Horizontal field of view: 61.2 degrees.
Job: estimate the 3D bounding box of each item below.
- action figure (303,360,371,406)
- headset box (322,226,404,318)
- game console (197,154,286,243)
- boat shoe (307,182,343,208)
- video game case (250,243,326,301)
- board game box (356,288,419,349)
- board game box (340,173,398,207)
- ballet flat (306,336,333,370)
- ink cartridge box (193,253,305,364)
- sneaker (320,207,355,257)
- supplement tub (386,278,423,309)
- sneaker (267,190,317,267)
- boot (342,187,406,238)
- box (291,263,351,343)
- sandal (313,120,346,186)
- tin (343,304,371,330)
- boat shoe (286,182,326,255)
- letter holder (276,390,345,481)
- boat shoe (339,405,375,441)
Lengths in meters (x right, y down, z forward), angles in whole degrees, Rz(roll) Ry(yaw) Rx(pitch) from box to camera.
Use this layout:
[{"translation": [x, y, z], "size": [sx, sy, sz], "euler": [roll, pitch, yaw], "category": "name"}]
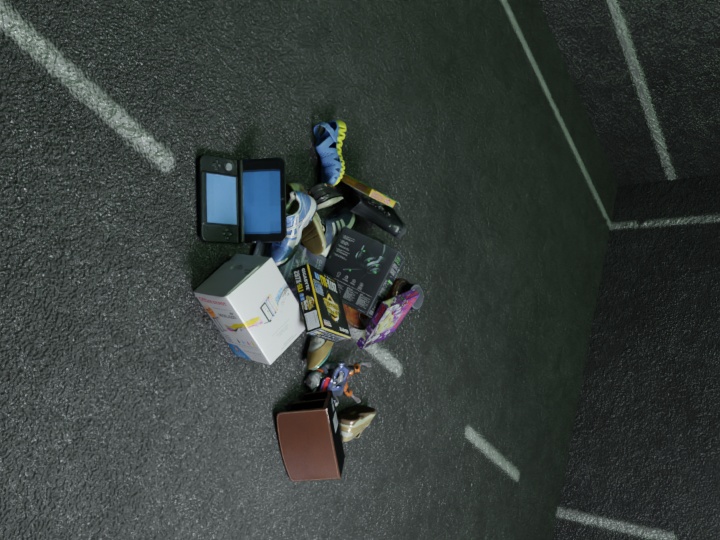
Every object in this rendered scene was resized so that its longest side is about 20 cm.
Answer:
[{"translation": [-0.076, 0.318, 1.660], "size": [0.193, 0.105, 0.201], "euler": [15, 106, -43], "category": "action figure"}, {"translation": [0.000, 0.000, 1.622], "size": [0.201, 0.174, 0.093], "euler": [-64, 161, -4], "category": "headset box"}, {"translation": [-0.271, -0.165, 1.399], "size": [0.170, 0.118, 0.201], "euler": [0, 88, -51], "category": "game console"}, {"translation": [-0.092, -0.199, 1.605], "size": [0.201, 0.073, 0.063], "euler": [-52, 117, -82], "category": "boat shoe"}, {"translation": [-0.186, -0.008, 1.535], "size": [0.200, 0.019, 0.143], "euler": [28, 66, -31], "category": "video game case"}, {"translation": [0.072, 0.133, 1.642], "size": [0.120, 0.200, 0.032], "euler": [-25, 65, -38], "category": "board game box"}, {"translation": [0.016, -0.225, 1.688], "size": [0.095, 0.200, 0.030], "euler": [20, 98, -41], "category": "board game box"}, {"translation": [-0.102, 0.183, 1.636], "size": [0.063, 0.068, 0.200], "euler": [58, 38, -19], "category": "ballet flat"}, {"translation": [-0.246, 0.084, 1.384], "size": [0.145, 0.147, 0.200], "euler": [-45, 122, -32], "category": "ink cartridge box"}, {"translation": [-0.085, -0.124, 1.658], "size": [0.085, 0.075, 0.200], "euler": [56, 46, -28], "category": "sneaker"}, {"translation": [0.079, 0.076, 1.747], "size": [0.107, 0.199, 0.107], "euler": [3, 86, -50], "category": "supplement tub"}, {"translation": [-0.181, -0.103, 1.472], "size": [0.077, 0.076, 0.201], "euler": [37, 73, -55], "category": "sneaker"}, {"translation": [0.024, -0.179, 1.758], "size": [0.200, 0.165, 0.066], "euler": [23, 103, -36], "category": "boot"}, {"translation": [-0.092, 0.084, 1.473], "size": [0.200, 0.049, 0.160], "euler": [37, 35, -67], "category": "box"}, {"translation": [-0.092, -0.325, 1.663], "size": [0.087, 0.079, 0.201], "euler": [14, 69, -46], "category": "sandal"}, {"translation": [-0.006, 0.067, 1.693], "size": [0.042, 0.112, 0.201], "euler": [9, 61, -76], "category": "tin"}, {"translation": [-0.136, -0.136, 1.566], "size": [0.063, 0.073, 0.201], "euler": [-21, 77, -51], "category": "boat shoe"}, {"translation": [-0.130, 0.428, 1.568], "size": [0.101, 0.142, 0.201], "euler": [-72, 153, -74], "category": "letter holder"}, {"translation": [-0.014, 0.430, 1.703], "size": [0.200, 0.071, 0.077], "euler": [2, 95, -67], "category": "boat shoe"}]
